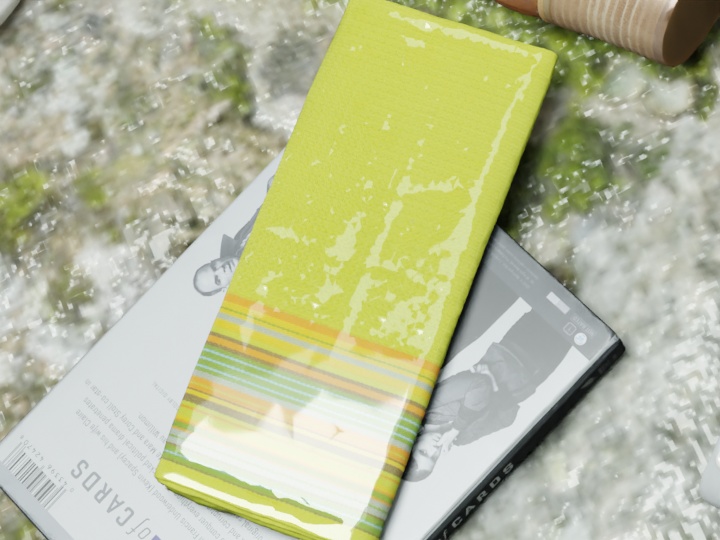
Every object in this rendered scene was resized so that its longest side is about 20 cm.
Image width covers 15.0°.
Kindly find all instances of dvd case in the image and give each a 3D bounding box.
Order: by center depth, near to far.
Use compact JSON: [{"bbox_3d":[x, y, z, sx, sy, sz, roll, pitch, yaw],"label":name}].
[{"bbox_3d":[-0.023,0.051,1.009,0.200,0.025,0.150,-46,68,-2],"label":"dvd case"}]

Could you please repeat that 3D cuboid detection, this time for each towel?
[{"bbox_3d":[0.000,0.000,0.999,0.086,0.018,0.201,19,77,14],"label":"towel"}]

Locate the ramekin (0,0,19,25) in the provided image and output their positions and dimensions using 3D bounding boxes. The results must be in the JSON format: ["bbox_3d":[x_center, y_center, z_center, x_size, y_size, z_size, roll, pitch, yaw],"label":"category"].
[{"bbox_3d":[-0.213,-0.173,1.054,0.201,0.094,0.204,4,68,-10],"label":"ramekin"}]

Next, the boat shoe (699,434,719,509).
[{"bbox_3d":[0.171,-0.003,0.955,0.068,0.072,0.201,16,87,18],"label":"boat shoe"}]

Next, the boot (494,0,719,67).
[{"bbox_3d":[0.101,-0.187,1.033,0.155,0.077,0.201,31,90,26],"label":"boot"}]
